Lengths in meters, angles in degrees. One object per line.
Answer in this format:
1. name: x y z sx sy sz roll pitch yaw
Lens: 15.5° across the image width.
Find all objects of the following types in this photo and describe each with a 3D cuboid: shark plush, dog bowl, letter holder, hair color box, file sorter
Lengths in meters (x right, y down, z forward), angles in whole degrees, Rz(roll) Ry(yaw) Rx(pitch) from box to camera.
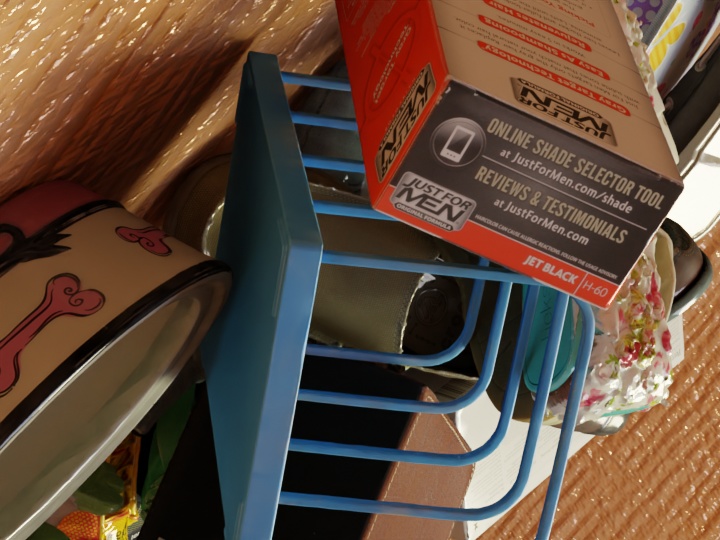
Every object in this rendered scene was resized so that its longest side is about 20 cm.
1. shark plush: -0.056 -0.011 1.267 0.200 0.091 0.083 -42 152 -10
2. dog bowl: -0.143 0.048 1.028 0.200 0.074 0.200 -47 173 -8
3. letter holder: -0.035 0.146 1.220 0.201 0.100 0.142 -67 159 -12
4. hair color box: 0.051 -0.075 1.007 0.061 0.101 0.200 -59 -161 23
5. file sorter: 0.010 0.017 1.057 0.200 0.122 0.139 -104 -158 -65

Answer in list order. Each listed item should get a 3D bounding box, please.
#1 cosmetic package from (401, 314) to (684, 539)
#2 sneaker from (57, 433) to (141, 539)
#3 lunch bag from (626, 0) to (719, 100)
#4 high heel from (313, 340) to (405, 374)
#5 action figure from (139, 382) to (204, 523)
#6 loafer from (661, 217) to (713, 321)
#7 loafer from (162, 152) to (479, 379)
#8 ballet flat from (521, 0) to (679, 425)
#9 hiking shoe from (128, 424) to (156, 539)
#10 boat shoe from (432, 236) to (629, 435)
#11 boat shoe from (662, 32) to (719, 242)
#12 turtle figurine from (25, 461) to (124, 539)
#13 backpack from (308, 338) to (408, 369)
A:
1. cosmetic package: 0.093 0.052 1.364 0.200 0.050 0.083 -35 129 -41
2. sneaker: -0.133 0.097 1.320 0.073 0.077 0.200 -37 163 -46
3. lunch bag: 0.139 -0.163 1.315 0.200 0.127 0.170 -60 169 16
4. high heel: -0.021 0.013 1.330 0.200 0.143 0.071 -43 -157 -32
5. action figure: -0.076 0.072 1.345 0.200 0.054 0.118 -70 176 -52
6. loafer: 0.099 -0.017 1.288 0.072 0.063 0.200 -40 -159 -11
7. loafer: 0.000 0.000 1.228 0.067 0.199 0.076 23 -86 55
8. ballet flat: 0.102 -0.029 1.107 0.076 0.064 0.201 -23 -121 56
9. hiking shoe: -0.117 0.119 1.527 0.101 0.076 0.200 -46 172 20
10. boat shoe: 0.080 -0.009 1.210 0.072 0.201 0.066 -31 138 26
11. boat shoe: 0.191 -0.102 1.297 0.067 0.057 0.200 20 115 -43
12. turtle figurine: -0.157 0.189 1.190 0.144 0.200 0.194 0 129 -44
13. backpack: 0.042 0.028 1.498 0.200 0.147 0.183 -40 -148 -13
